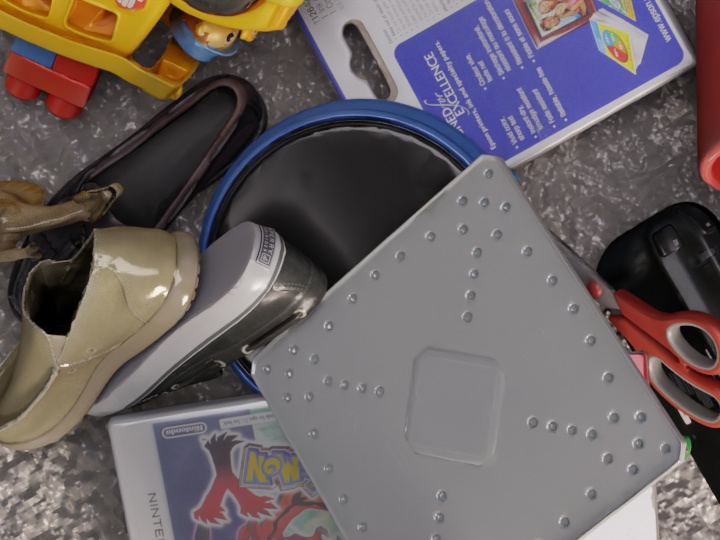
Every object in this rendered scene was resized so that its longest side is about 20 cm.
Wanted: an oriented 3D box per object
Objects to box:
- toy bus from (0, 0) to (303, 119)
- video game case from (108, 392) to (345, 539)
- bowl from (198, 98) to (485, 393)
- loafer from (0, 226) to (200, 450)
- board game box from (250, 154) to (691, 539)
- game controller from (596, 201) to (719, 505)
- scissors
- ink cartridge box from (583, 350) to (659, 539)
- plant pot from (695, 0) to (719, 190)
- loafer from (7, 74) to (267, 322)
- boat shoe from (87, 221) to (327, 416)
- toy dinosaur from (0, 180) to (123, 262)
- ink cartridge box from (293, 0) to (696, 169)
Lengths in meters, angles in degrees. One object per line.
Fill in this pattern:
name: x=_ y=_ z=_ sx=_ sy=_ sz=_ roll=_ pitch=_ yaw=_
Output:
toy bus: x=-0.130 y=-0.167 z=1.384 sx=0.200 sy=0.136 sz=0.192 roll=21 pitch=124 yaw=-2
video game case: x=-0.035 y=0.159 z=1.385 sx=0.200 sy=0.023 sz=0.183 roll=-9 pitch=98 yaw=5
bowl: x=0.000 y=0.000 z=1.397 sx=0.200 sy=0.039 sz=0.201 roll=1 pitch=95 yaw=8
loafer: x=-0.169 y=0.031 z=1.356 sx=0.068 sy=0.076 sz=0.200 roll=26 pitch=130 yaw=-27
board game box: x=0.057 y=0.074 z=1.285 sx=0.200 sy=0.026 sz=0.200 roll=-41 pitch=67 yaw=24
game controller: x=0.211 y=0.060 z=1.382 sx=0.042 sy=0.104 sz=0.200 roll=-26 pitch=84 yaw=-32
scissors: x=0.146 y=0.023 z=1.395 sx=0.014 sy=0.073 sz=0.200 roll=-30 pitch=46 yaw=-32
ink cartridge box: x=0.124 y=0.151 z=1.347 sx=0.083 sy=0.147 sz=0.200 roll=-3 pitch=84 yaw=1
plant pot: x=0.278 y=-0.154 z=1.357 sx=0.200 sy=0.200 sz=0.178 roll=-9 pitch=76 yaw=0
loafer: x=-0.138 y=-0.045 z=1.410 sx=0.200 sy=0.063 sz=0.072 roll=-45 pitch=85 yaw=-3
boat shoe: x=-0.097 y=0.039 z=1.364 sx=0.057 sy=0.200 sz=0.069 roll=28 pitch=49 yaw=-27
toy dinosaur: x=-0.235 y=-0.034 z=1.389 sx=0.200 sy=0.101 sz=0.058 roll=12 pitch=122 yaw=24
ink cartridge box: x=0.071 y=-0.160 z=1.422 sx=0.200 sy=0.047 sz=0.198 roll=-29 pitch=86 yaw=10
